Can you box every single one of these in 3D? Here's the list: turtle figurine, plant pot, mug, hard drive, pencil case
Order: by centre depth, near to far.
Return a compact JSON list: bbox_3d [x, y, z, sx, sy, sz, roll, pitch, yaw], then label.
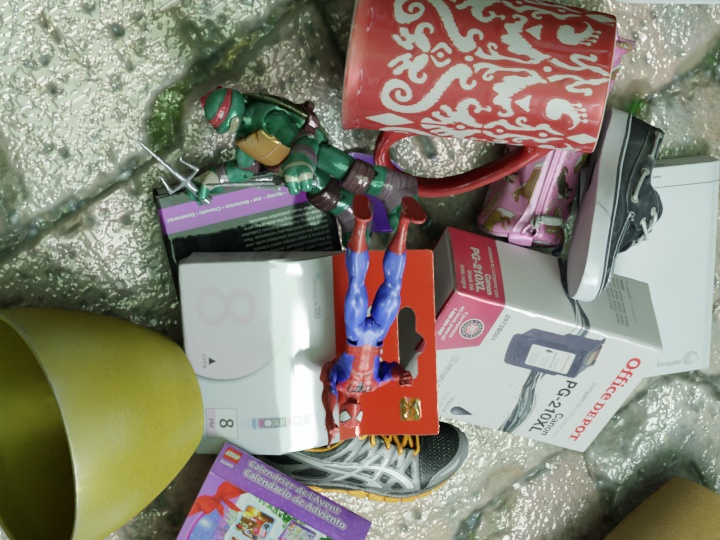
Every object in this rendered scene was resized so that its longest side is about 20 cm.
[{"bbox_3d":[-0.060,-0.084,1.186,0.199,0.150,0.101,25,79,-25],"label":"turtle figurine"},{"bbox_3d":[-0.209,0.114,1.215,0.141,0.200,0.201,-15,112,-35],"label":"plant pot"},{"bbox_3d":[0.093,-0.151,1.226,0.199,0.178,0.134,9,60,4],"label":"mug"},{"bbox_3d":[0.165,-0.117,1.307,0.083,0.086,0.201,8,103,-50],"label":"pencil case"},{"bbox_3d":[0.262,0.000,1.412,0.131,0.027,0.201,-7,109,-16],"label":"hard drive"},{"bbox_3d":[0.285,0.303,1.444,0.186,0.186,0.201,38,79,-25],"label":"plant pot"}]

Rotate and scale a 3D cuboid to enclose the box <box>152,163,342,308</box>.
[{"bbox_3d":[-0.082,0.014,1.287,0.142,0.036,0.201,-13,107,-9],"label":"box"}]

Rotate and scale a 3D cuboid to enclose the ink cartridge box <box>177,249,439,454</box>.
[{"bbox_3d":[-0.041,0.065,1.236,0.199,0.057,0.164,0,105,11],"label":"ink cartridge box"}]

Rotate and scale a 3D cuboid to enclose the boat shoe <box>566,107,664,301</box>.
[{"bbox_3d":[0.221,-0.052,1.300,0.067,0.201,0.072,19,140,-1],"label":"boat shoe"}]

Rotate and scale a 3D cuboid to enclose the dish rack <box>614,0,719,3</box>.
[{"bbox_3d":[0.274,-0.329,1.305,0.171,0.044,0.201,-3,107,-17],"label":"dish rack"}]

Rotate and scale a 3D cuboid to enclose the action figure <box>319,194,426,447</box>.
[{"bbox_3d":[0.009,0.053,1.164,0.065,0.099,0.201,2,125,-12],"label":"action figure"}]

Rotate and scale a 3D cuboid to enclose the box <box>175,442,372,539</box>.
[{"bbox_3d":[-0.089,0.245,1.284,0.136,0.039,0.200,28,130,0],"label":"box"}]

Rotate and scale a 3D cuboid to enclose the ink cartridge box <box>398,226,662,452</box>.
[{"bbox_3d":[0.136,0.062,1.320,0.199,0.085,0.145,15,131,-18],"label":"ink cartridge box"}]

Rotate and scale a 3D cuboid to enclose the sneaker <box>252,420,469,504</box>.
[{"bbox_3d":[0.003,0.151,1.331,0.199,0.079,0.077,-1,135,-18],"label":"sneaker"}]

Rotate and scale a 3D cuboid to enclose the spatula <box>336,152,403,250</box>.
[{"bbox_3d":[0.000,0.000,1.324,0.056,0.021,0.201,7,109,-2],"label":"spatula"}]
